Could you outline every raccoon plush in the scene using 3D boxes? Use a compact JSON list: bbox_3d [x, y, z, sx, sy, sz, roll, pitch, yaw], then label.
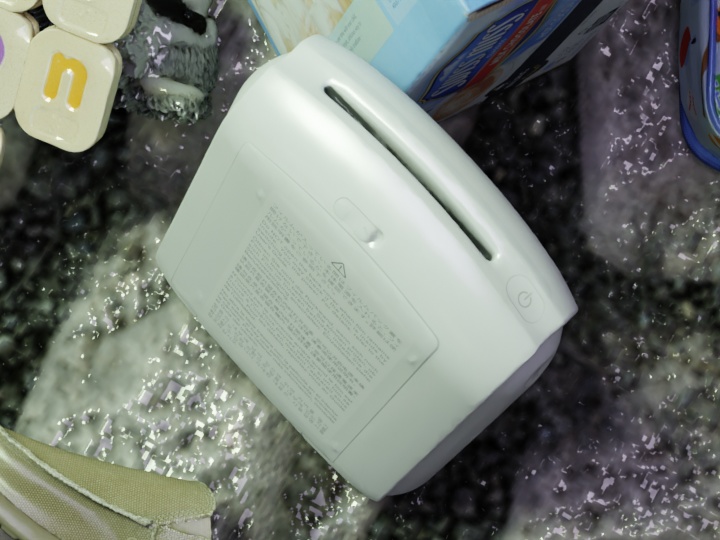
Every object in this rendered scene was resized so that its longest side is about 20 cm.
[{"bbox_3d":[-0.156,-0.091,1.022,0.199,0.097,0.134,-31,98,23],"label":"raccoon plush"}]

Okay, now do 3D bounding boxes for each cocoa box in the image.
[{"bbox_3d":[0.037,-0.151,0.941,0.131,0.200,0.134,-27,84,-20],"label":"cocoa box"}]

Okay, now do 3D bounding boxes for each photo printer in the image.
[{"bbox_3d":[0.000,0.000,0.936,0.069,0.200,0.166,-41,84,-25],"label":"photo printer"}]

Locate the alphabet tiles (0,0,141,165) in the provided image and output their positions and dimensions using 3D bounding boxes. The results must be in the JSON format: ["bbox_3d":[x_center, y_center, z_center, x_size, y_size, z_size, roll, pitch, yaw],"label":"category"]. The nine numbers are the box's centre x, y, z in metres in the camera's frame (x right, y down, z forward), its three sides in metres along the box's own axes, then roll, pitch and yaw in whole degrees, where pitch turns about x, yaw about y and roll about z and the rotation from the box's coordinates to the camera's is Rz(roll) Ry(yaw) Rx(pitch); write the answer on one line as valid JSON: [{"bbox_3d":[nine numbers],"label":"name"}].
[{"bbox_3d":[-0.188,-0.127,0.958,0.199,0.015,0.197,22,111,11],"label":"alphabet tiles"}]

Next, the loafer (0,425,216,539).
[{"bbox_3d":[-0.097,0.114,0.984,0.200,0.076,0.068,37,79,-5],"label":"loafer"}]

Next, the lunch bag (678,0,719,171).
[{"bbox_3d":[0.246,-0.118,1.028,0.199,0.076,0.161,2,79,-1],"label":"lunch bag"}]
